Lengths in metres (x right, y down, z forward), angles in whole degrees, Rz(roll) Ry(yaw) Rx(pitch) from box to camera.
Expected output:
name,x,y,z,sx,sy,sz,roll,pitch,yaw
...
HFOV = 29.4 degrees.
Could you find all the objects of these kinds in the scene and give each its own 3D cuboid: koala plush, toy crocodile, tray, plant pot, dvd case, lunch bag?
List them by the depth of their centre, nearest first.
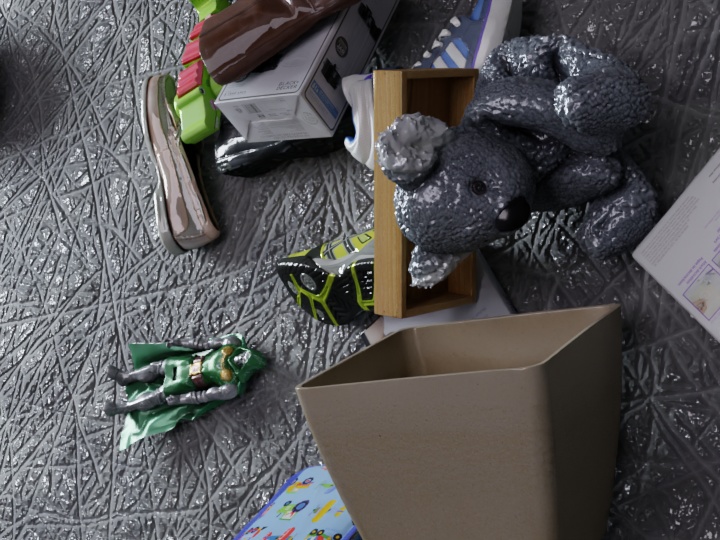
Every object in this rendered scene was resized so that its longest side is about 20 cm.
name,x,y,z,sx,sy,sz,roll,pitch,yaw
plant pot,0.096,0.142,1.057,0.198,0.199,0.179,-8,97,29
koala plush,0.107,-0.080,1.093,0.199,0.178,0.184,-32,44,-15
tray,0.055,-0.068,1.155,0.037,0.098,0.202,10,104,43
lunch bag,-0.033,0.232,1.184,0.150,0.094,0.201,-10,37,47
dvd case,0.089,0.090,1.201,0.143,0.017,0.201,-43,55,22
toy crocodile,-0.162,-0.217,1.447,0.067,0.062,0.201,-21,46,34

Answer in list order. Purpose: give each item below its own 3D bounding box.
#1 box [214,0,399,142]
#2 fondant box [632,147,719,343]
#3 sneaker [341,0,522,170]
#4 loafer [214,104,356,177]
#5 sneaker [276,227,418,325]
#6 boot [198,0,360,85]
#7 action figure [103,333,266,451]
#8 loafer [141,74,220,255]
name,x,y,z,sx,sy,sz,roll,pitch,yaw
box,-0.045,-0.221,1.322,0.116,0.060,0.201,-1,54,39
fondant box,0.318,0.000,1.011,0.145,0.058,0.200,-52,51,16
sneaker,0.055,-0.180,1.236,0.145,0.081,0.202,16,94,15
loafer,-0.072,-0.145,1.365,0.199,0.068,0.071,-12,79,40
sneaker,0.000,0.000,1.278,0.199,0.076,0.076,-2,37,49
boot,-0.078,-0.275,1.310,0.199,0.064,0.187,-32,38,19
action figure,-0.176,0.107,1.396,0.199,0.055,0.119,-16,65,31
loafer,-0.187,-0.118,1.463,0.062,0.072,0.202,-14,75,18
